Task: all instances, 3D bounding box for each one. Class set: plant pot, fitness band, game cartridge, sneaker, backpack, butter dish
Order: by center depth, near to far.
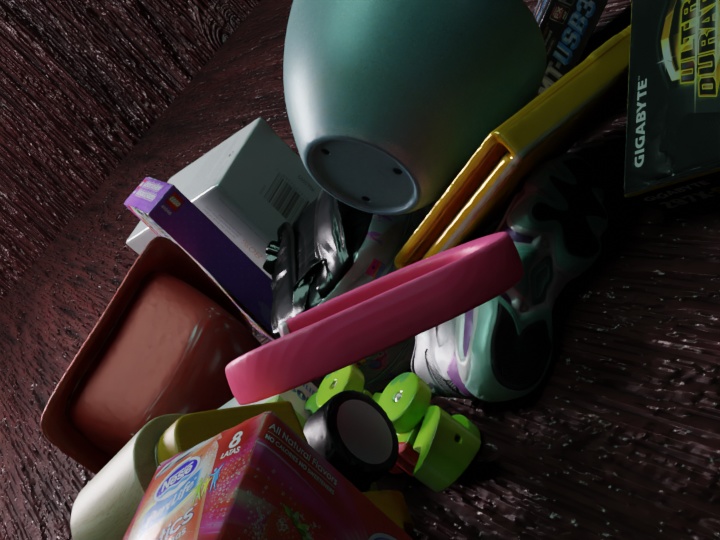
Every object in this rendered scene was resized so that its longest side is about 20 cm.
[{"bbox_3d":[0.008,0.028,0.745,0.197,0.038,0.144,-25,1,-9],"label":"fitness band"},{"bbox_3d":[0.089,0.006,0.855,0.139,0.078,0.201,-17,35,53],"label":"sneaker"},{"bbox_3d":[0.123,-0.088,0.875,0.200,0.032,0.177,-41,-7,-37],"label":"game cartridge"},{"bbox_3d":[0.023,-0.122,0.876,0.199,0.199,0.136,-18,43,53],"label":"plant pot"},{"bbox_3d":[0.000,0.000,0.982,0.167,0.126,0.201,-51,16,25],"label":"backpack"},{"bbox_3d":[-0.144,0.110,1.045,0.146,0.200,0.202,20,71,34],"label":"butter dish"}]

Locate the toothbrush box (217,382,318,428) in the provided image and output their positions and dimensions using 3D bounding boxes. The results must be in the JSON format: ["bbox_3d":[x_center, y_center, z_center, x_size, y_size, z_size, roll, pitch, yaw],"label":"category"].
[{"bbox_3d":[-0.093,0.187,0.877,0.145,0.086,0.201,-35,24,28],"label":"toothbrush box"}]

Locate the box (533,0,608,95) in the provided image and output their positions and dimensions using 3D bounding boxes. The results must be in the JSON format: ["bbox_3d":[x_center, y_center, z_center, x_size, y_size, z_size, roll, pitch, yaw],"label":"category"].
[{"bbox_3d":[0.181,-0.236,1.023,0.200,0.049,0.202,-69,0,-51],"label":"box"}]

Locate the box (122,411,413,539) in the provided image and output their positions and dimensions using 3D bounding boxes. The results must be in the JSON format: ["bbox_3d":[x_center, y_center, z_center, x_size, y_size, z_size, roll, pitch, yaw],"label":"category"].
[{"bbox_3d":[-0.020,0.176,0.574,0.095,0.200,0.100,-29,26,37],"label":"box"}]

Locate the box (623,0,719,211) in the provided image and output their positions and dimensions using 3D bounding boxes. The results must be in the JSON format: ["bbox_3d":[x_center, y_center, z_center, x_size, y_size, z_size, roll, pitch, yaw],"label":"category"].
[{"bbox_3d":[0.242,-0.154,0.763,0.159,0.049,0.204,-14,66,54],"label":"box"}]

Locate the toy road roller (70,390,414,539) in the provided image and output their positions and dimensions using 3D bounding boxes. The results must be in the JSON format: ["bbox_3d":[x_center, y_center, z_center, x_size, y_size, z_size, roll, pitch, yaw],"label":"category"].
[{"bbox_3d":[-0.053,0.163,0.693,0.123,0.198,0.148,-43,59,36],"label":"toy road roller"}]

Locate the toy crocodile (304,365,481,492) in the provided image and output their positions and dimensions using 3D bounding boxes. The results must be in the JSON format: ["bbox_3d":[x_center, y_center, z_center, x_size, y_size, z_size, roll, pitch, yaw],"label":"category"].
[{"bbox_3d":[0.017,0.109,0.814,0.199,0.067,0.062,1,55,59],"label":"toy crocodile"}]

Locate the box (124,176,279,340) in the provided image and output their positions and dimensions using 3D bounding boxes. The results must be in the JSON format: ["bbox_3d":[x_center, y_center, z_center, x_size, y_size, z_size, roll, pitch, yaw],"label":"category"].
[{"bbox_3d":[-0.135,-0.006,1.159,0.039,0.200,0.137,-48,20,-9],"label":"box"}]

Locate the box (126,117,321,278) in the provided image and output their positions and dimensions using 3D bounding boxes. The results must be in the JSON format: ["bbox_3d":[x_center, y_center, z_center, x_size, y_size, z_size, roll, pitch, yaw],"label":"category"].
[{"bbox_3d":[-0.131,-0.046,1.299,0.199,0.152,0.107,-22,31,48],"label":"box"}]
